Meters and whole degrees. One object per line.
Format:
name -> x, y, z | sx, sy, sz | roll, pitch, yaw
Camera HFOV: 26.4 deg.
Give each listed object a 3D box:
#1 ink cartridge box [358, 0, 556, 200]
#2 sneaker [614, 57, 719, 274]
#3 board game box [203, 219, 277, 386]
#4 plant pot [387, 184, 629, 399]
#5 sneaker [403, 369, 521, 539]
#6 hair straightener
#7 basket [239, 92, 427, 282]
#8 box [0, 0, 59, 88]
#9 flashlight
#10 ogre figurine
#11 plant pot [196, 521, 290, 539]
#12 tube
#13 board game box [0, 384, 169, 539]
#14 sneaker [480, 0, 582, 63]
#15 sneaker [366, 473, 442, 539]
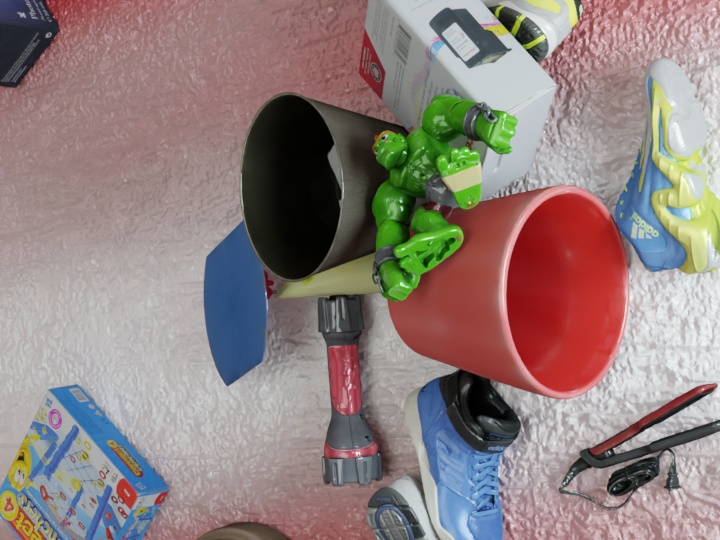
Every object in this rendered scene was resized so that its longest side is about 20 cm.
ink cartridge box -> 0.091, -0.188, 1.513 | 0.201, 0.082, 0.146 | 51, 156, 22
sneaker -> 0.272, -0.090, 1.427 | 0.104, 0.075, 0.203 | -16, 84, 37
board game box -> -0.126, 0.039, 1.737 | 0.200, 0.038, 0.160 | 142, 121, -60
plant pot -> 0.133, 0.019, 1.477 | 0.176, 0.199, 0.204 | 2, 94, 45
sneaker -> 0.120, 0.198, 1.555 | 0.111, 0.076, 0.202 | -33, 67, 43
hair straightener -> 0.272, 0.182, 1.464 | 0.199, 0.041, 0.078 | -34, 73, 33
basket -> -0.007, -0.088, 1.555 | 0.135, 0.199, 0.183 | 1, 95, 39
box -> -0.518, -0.346, 1.924 | 0.123, 0.197, 0.201 | -44, 69, 30
flashlight -> -0.015, 0.129, 1.658 | 0.067, 0.068, 0.203 | -3, 92, 37
ogre figurine -> 0.064, -0.080, 1.415 | 0.120, 0.097, 0.202 | -117, 34, -53
plant pot -> -0.168, 0.397, 1.723 | 0.198, 0.174, 0.203 | 3, 95, 35
tube -> 0.000, 0.000, 1.644 | 0.198, 0.058, 0.053 | -4, 87, 36
board game box -> -0.355, 0.284, 1.928 | 0.200, 0.056, 0.197 | 42, 115, 27
sneaker -> 0.141, -0.264, 1.526 | 0.200, 0.076, 0.076 | 39, 154, 43
sneaker -> 0.084, 0.300, 1.594 | 0.074, 0.087, 0.202 | -20, 99, 33
